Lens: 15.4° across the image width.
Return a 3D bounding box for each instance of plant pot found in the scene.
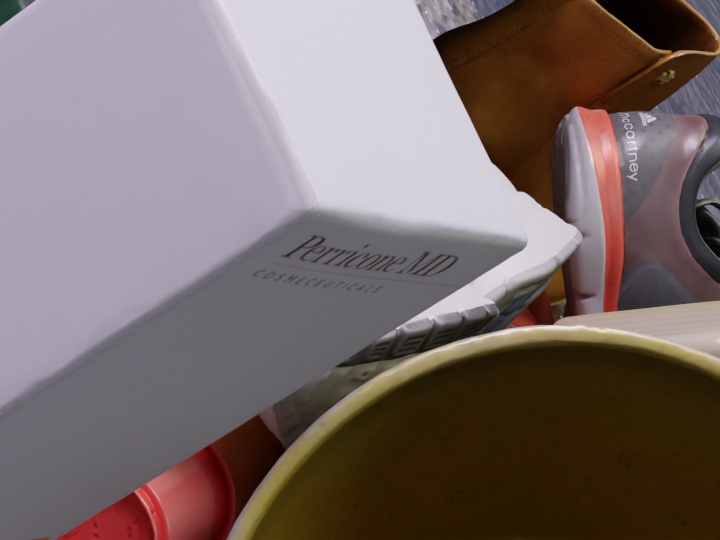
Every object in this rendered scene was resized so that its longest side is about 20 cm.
[{"bbox_3d":[0.051,0.123,0.754,0.201,0.199,0.142,60,-6,5],"label":"plant pot"}]

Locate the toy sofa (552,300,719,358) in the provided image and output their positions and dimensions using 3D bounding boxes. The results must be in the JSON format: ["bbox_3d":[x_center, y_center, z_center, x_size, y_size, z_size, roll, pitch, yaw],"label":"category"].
[{"bbox_3d":[0.104,0.115,0.879,0.098,0.082,0.201,-32,113,-61],"label":"toy sofa"}]

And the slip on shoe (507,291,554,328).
[{"bbox_3d":[0.058,0.047,0.995,0.074,0.061,0.200,49,22,-15],"label":"slip on shoe"}]

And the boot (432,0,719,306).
[{"bbox_3d":[0.090,-0.054,1.083,0.201,0.144,0.071,23,41,-55],"label":"boot"}]

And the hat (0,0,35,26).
[{"bbox_3d":[0.001,-0.120,0.713,0.176,0.166,0.200,-17,69,-41],"label":"hat"}]

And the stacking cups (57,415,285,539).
[{"bbox_3d":[-0.031,0.050,0.802,0.061,0.060,0.200,58,22,0],"label":"stacking cups"}]

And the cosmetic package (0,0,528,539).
[{"bbox_3d":[-0.076,0.011,0.574,0.101,0.200,0.072,7,54,-62],"label":"cosmetic package"}]

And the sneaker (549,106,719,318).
[{"bbox_3d":[0.122,0.027,1.037,0.077,0.081,0.201,-99,-178,-56],"label":"sneaker"}]

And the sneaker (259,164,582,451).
[{"bbox_3d":[0.000,0.000,0.799,0.087,0.075,0.200,46,19,3],"label":"sneaker"}]
